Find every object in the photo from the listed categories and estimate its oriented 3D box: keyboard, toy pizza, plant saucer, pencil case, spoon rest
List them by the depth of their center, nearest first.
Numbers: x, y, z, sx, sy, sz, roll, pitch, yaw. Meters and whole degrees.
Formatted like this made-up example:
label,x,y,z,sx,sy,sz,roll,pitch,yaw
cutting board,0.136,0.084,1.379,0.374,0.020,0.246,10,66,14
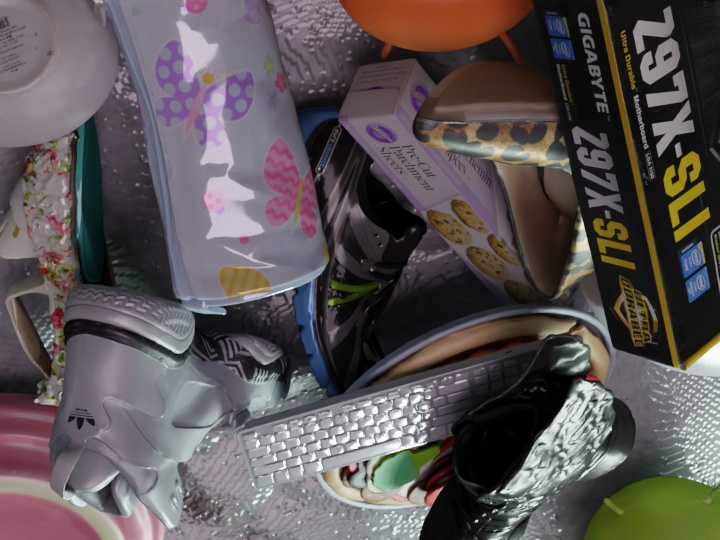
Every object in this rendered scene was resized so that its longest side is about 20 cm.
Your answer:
label,x,y,z,sx,sy,sz,roll,pitch,yaw
pencil case,-0.077,-0.081,0.773,0.083,0.091,0.200,-3,109,39
spoon rest,-0.221,-0.098,0.780,0.200,0.061,0.099,-19,90,-4
keyboard,0.031,0.081,0.861,0.200,0.011,0.056,-15,131,-4
toy pizza,0.068,0.093,0.925,0.200,0.032,0.200,-17,145,-12
plant saucer,-0.219,0.165,0.930,0.200,0.051,0.201,-5,125,-7

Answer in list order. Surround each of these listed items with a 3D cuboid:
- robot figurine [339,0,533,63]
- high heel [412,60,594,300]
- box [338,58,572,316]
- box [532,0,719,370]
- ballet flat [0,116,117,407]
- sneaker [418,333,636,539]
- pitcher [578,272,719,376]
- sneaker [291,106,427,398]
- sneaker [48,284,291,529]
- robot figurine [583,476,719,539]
label,x,y,z,sx,sy,sz,roll,pitch,yaw
robot figurine,0.033,-0.195,0.747,0.144,0.117,0.200,-18,122,-15
high heel,0.080,-0.034,0.785,0.200,0.071,0.143,-11,127,-47
box,0.060,-0.041,0.856,0.041,0.039,0.200,-2,146,37
box,0.171,-0.076,0.747,0.160,0.049,0.200,-32,120,-29
ballet flat,-0.168,0.001,0.844,0.064,0.076,0.200,-3,118,1
sneaker,0.078,0.110,0.860,0.104,0.060,0.200,11,136,-46
pitcher,0.237,-0.015,0.905,0.200,0.121,0.172,17,94,-31
sneaker,0.000,-0.001,0.877,0.083,0.071,0.200,-8,118,0
sneaker,-0.107,0.082,0.842,0.200,0.075,0.115,32,68,-63
robot figurine,0.211,0.224,1.026,0.175,0.116,0.200,-10,121,2
